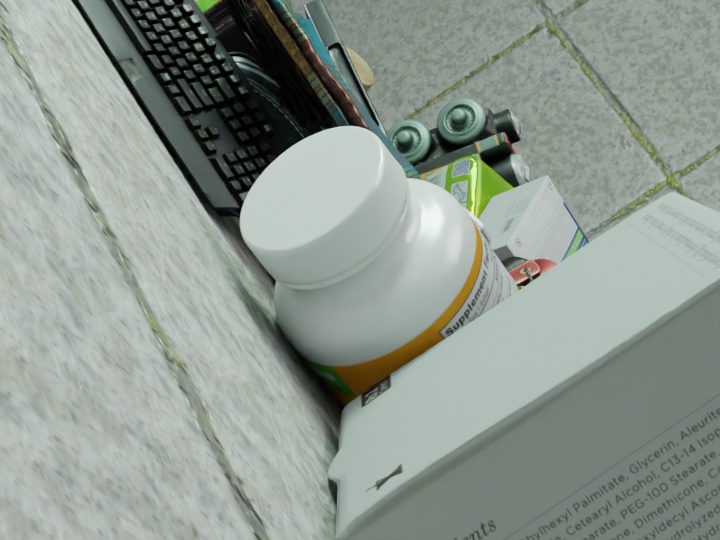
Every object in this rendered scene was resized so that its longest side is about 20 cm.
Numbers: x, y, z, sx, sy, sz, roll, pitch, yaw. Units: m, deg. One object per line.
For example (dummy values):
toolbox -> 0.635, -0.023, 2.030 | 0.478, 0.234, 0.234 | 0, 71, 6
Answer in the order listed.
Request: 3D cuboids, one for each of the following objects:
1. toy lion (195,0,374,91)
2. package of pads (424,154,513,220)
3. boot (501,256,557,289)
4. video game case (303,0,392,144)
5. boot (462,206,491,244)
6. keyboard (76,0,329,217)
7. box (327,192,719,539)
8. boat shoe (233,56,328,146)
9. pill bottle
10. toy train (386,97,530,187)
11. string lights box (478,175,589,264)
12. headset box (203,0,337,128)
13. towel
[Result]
toy lion -> -0.058, -0.142, 1.353 | 0.200, 0.069, 0.192 | 35, 27, -23
package of pads -> 0.124, 0.022, 1.350 | 0.200, 0.068, 0.155 | 35, 49, -37
boot -> 0.080, 0.041, 1.114 | 0.073, 0.144, 0.200 | 57, 5, -4
video game case -> 0.009, -0.088, 1.211 | 0.143, 0.019, 0.200 | 71, -4, -50
boot -> 0.000, 0.000, 1.101 | 0.073, 0.090, 0.200 | 46, -21, -19
keyboard -> -0.084, -0.121, 0.912 | 0.127, 0.021, 0.200 | -20, 72, -49
box -> 0.103, 0.081, 0.689 | 0.131, 0.200, 0.199 | 56, 4, -7
boat shoe -> -0.031, -0.036, 0.944 | 0.201, 0.071, 0.091 | 54, 7, -10
pill bottle -> 0.025, 0.024, 0.841 | 0.200, 0.111, 0.111 | 52, 5, -36
toy train -> 0.058, -0.075, 1.481 | 0.085, 0.199, 0.114 | 52, 20, -63
string lights box -> 0.160, 0.039, 1.281 | 0.200, 0.059, 0.103 | 56, 39, -17
headset box -> -0.060, -0.101, 1.079 | 0.149, 0.077, 0.200 | 55, 5, -16
towel -> -0.013, -0.105, 0.964 | 0.147, 0.022, 0.200 | 55, 4, 4
